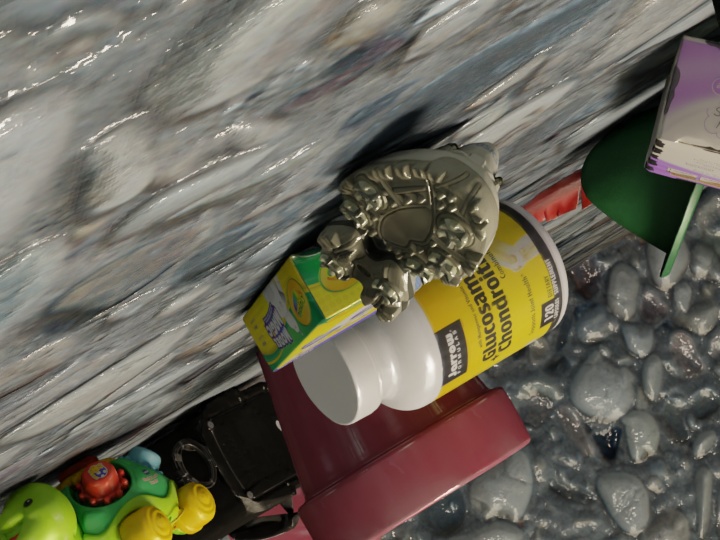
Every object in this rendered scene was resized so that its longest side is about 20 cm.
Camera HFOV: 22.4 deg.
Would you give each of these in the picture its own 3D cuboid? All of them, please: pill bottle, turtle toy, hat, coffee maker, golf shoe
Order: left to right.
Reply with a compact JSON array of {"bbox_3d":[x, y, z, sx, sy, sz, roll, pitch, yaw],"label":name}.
[{"bbox_3d":[-0.221,0.207,1.487,0.145,0.102,0.200,-35,173,23],"label":"turtle toy"},{"bbox_3d":[-0.172,0.204,1.727,0.199,0.136,0.191,-35,149,32],"label":"coffee maker"},{"bbox_3d":[0.050,0.034,1.345,0.199,0.113,0.112,-28,174,-29],"label":"pill bottle"},{"bbox_3d":[0.038,-0.041,0.942,0.097,0.078,0.200,-47,-175,-16],"label":"golf shoe"},{"bbox_3d":[0.189,-0.096,1.445,0.166,0.174,0.202,29,82,-81],"label":"hat"}]

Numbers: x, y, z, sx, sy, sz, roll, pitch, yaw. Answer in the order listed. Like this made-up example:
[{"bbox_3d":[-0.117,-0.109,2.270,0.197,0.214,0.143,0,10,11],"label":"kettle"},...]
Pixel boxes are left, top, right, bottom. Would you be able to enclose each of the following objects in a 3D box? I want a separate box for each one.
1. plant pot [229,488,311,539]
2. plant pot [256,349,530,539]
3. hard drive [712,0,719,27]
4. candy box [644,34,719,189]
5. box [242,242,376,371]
[{"bbox_3d":[-0.083,0.260,2.267,0.177,0.202,0.200,-16,177,11],"label":"plant pot"},{"bbox_3d":[0.013,0.111,1.481,0.199,0.180,0.200,-30,174,-4],"label":"plant pot"},{"bbox_3d":[0.311,-0.159,1.023,0.199,0.033,0.139,6,155,-42],"label":"hard drive"},{"bbox_3d":[0.282,-0.090,1.221,0.200,0.166,0.072,24,81,-83],"label":"candy box"},{"bbox_3d":[0.000,0.000,1.130,0.117,0.049,0.200,-30,173,-17],"label":"box"}]
